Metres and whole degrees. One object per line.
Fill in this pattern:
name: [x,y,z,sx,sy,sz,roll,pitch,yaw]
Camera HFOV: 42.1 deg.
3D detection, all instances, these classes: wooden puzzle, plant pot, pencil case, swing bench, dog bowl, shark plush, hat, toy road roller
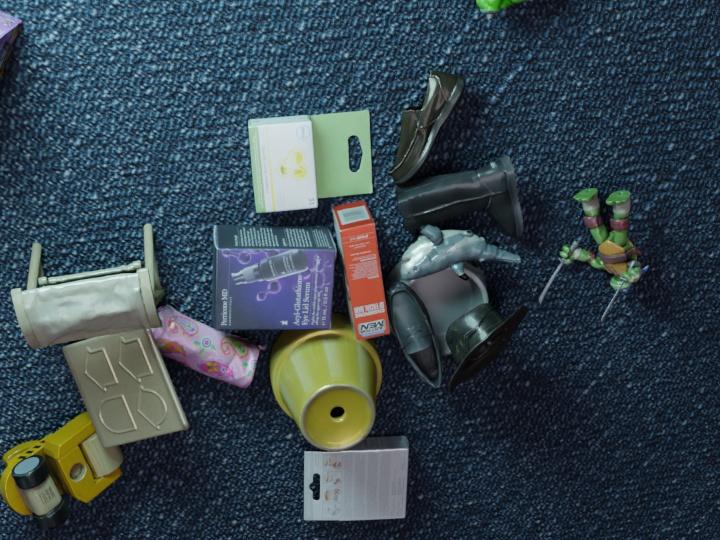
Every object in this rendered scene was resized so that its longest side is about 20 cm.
wooden puzzle: [-0.381,0.187,1.540,0.198,0.046,0.188,-15,101,27]
plant pot: [-0.051,0.201,1.599,0.198,0.189,0.204,-4,113,-9]
pencil case: [-0.265,0.129,1.588,0.198,0.088,0.088,25,107,-20]
swing bench: [-0.413,0.035,1.451,0.196,0.200,0.132,-8,115,-6]
dog bowl: [0.136,0.061,1.646,0.197,0.059,0.203,-4,115,-9]
shark plush: [0.166,-0.021,1.576,0.197,0.091,0.085,4,78,-13]
hat: [0.192,0.113,1.592,0.081,0.200,0.201,43,103,17]
toy road roller: [-0.528,0.336,1.622,0.199,0.145,0.124,-36,122,-36]

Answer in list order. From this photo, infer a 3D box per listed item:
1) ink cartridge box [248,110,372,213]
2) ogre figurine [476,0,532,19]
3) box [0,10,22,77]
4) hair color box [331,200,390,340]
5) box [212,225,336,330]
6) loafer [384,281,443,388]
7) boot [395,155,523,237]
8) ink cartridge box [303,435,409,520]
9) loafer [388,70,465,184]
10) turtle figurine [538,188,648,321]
ink cartridge box: [-0.077,-0.176,1.509,0.197,0.048,0.148,-5,114,-6]
ogre figurine: [0.193,-0.470,1.410,0.120,0.098,0.200,-47,130,-8]
box: [-0.527,-0.276,1.294,0.039,0.200,0.138,23,108,-17]
hair color box: [0.000,0.000,1.564,0.063,0.111,0.203,-12,114,-4]
box: [-0.146,0.012,1.545,0.197,0.105,0.150,-1,114,-11]
loafer: [0.097,0.111,1.588,0.067,0.071,0.202,-24,116,0]
boot: [0.167,-0.099,1.575,0.197,0.066,0.166,-18,129,2]
ink cartridge box: [-0.009,0.396,1.776,0.197,0.047,0.162,0,114,-5]
loafer: [0.093,-0.235,1.509,0.071,0.073,0.202,28,103,-8]
turtle figurine: [0.412,-0.030,1.612,0.197,0.144,0.196,-16,112,-7]
